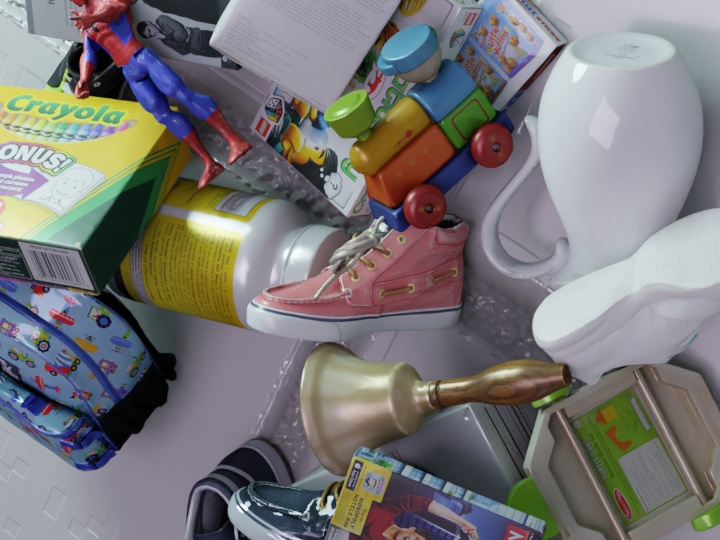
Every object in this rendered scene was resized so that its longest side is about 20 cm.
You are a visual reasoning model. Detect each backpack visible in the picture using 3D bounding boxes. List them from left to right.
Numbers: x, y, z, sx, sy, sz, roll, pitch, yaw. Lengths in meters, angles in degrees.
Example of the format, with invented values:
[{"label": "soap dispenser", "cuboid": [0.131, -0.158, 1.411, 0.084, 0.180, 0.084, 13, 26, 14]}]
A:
[{"label": "backpack", "cuboid": [-0.268, 0.063, 1.692, 0.182, 0.200, 0.135, 33, 75, 17]}]

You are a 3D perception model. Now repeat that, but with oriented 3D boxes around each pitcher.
[{"label": "pitcher", "cuboid": [0.169, -0.074, 1.468, 0.171, 0.121, 0.201, 10, 118, 22]}]

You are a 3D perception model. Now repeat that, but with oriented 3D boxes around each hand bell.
[{"label": "hand bell", "cuboid": [0.065, 0.090, 1.465, 0.199, 0.104, 0.105, -11, 98, 29]}]

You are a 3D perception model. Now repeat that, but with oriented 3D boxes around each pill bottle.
[{"label": "pill bottle", "cuboid": [-0.110, -0.012, 1.644, 0.199, 0.112, 0.113, 13, 110, 26]}]

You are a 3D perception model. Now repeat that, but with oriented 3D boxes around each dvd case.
[{"label": "dvd case", "cuboid": [-0.185, -0.247, 1.572, 0.199, 0.025, 0.151, 13, 121, 22]}]

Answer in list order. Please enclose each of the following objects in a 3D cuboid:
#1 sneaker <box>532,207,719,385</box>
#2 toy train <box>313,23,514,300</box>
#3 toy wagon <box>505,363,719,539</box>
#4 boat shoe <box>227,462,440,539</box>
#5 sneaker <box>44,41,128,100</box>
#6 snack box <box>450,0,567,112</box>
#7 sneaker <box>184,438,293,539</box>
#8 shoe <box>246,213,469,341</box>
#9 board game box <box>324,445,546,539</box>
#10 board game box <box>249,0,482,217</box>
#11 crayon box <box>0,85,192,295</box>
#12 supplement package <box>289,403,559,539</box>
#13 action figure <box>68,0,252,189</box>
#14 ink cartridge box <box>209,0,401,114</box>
[{"label": "sneaker", "cuboid": [0.228, 0.024, 1.413, 0.199, 0.075, 0.089, -24, 129, 24]}, {"label": "toy train", "cuboid": [0.010, -0.083, 1.474, 0.116, 0.200, 0.085, 53, 170, -26]}, {"label": "toy wagon", "cuboid": [0.186, 0.151, 1.501, 0.199, 0.040, 0.156, -27, 89, -8]}, {"label": "boat shoe", "cuboid": [-0.005, 0.185, 1.538, 0.199, 0.071, 0.091, 18, 112, 16]}, {"label": "sneaker", "cuboid": [-0.237, -0.175, 1.688, 0.072, 0.083, 0.200, 45, 120, 12]}, {"label": "snack box", "cuboid": [0.075, -0.135, 1.558, 0.072, 0.024, 0.200, 48, 121, 11]}, {"label": "sneaker", "cuboid": [-0.083, 0.255, 1.705, 0.070, 0.108, 0.201, -24, 91, 33]}, {"label": "shoe", "cuboid": [0.000, 0.000, 1.546, 0.071, 0.199, 0.092, 27, 114, 51]}, {"label": "board game box", "cuboid": [0.063, 0.248, 1.464, 0.199, 0.062, 0.201, 22, 112, 6]}, {"label": "board game box", "cuboid": [0.002, -0.160, 1.568, 0.126, 0.035, 0.201, 42, 118, 27]}, {"label": "crayon box", "cuboid": [-0.266, -0.072, 1.624, 0.199, 0.173, 0.058, 9, 139, 24]}, {"label": "supplement package", "cuboid": [0.069, 0.195, 1.601, 0.199, 0.111, 0.156, -28, 90, 32]}, {"label": "action figure", "cuboid": [-0.182, -0.148, 1.555, 0.065, 0.099, 0.200, -36, 95, 36]}, {"label": "ink cartridge box", "cuboid": [-0.019, -0.230, 1.492, 0.109, 0.050, 0.200, 30, 115, -10]}]
